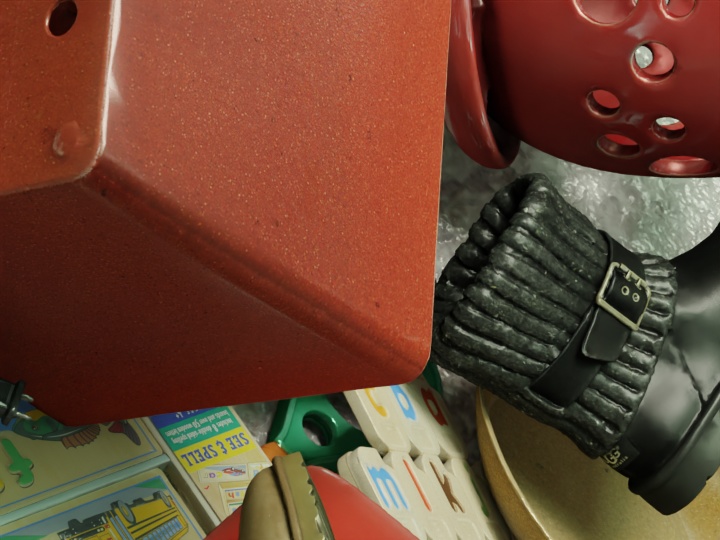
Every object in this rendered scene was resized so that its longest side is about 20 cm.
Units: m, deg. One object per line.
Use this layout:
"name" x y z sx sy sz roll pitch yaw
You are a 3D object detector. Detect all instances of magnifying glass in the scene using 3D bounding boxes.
"magnifying glass" -0.026 0.081 1.242 0.080 0.022 0.200 48 45 2

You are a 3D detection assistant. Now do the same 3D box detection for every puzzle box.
"puzzle box" -0.127 0.105 1.128 0.200 0.025 0.133 -19 64 -40

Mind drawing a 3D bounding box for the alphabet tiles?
"alphabet tiles" 0.049 0.131 1.198 0.196 0.015 0.200 63 17 16

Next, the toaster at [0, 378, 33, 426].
"toaster" -0.232 0.094 0.999 0.199 0.114 0.130 8 58 -11

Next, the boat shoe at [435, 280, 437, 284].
"boat shoe" 0.000 0.000 1.221 0.073 0.065 0.200 50 16 14

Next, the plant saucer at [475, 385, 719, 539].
"plant saucer" 0.124 0.113 1.296 0.200 0.035 0.201 33 33 -24

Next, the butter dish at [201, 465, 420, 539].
"butter dish" -0.018 0.220 1.066 0.200 0.148 0.199 -42 60 -19

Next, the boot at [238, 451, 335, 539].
"boot" -0.097 0.166 0.987 0.199 0.066 0.176 -13 56 2

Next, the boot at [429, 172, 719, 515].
"boot" 0.135 -0.002 1.265 0.158 0.079 0.211 36 58 -6

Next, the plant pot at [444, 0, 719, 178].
"plant pot" 0.131 -0.146 1.338 0.182 0.201 0.201 -2 49 12

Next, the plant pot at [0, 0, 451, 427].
"plant pot" -0.096 -0.063 1.049 0.176 0.199 0.201 28 60 -51
